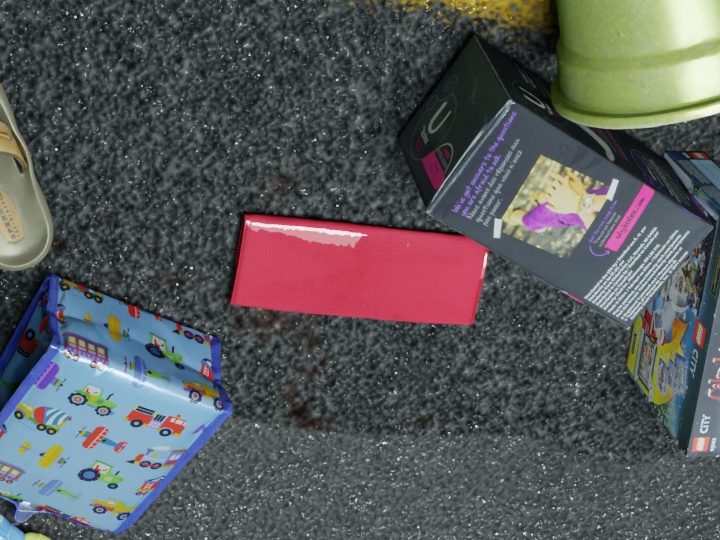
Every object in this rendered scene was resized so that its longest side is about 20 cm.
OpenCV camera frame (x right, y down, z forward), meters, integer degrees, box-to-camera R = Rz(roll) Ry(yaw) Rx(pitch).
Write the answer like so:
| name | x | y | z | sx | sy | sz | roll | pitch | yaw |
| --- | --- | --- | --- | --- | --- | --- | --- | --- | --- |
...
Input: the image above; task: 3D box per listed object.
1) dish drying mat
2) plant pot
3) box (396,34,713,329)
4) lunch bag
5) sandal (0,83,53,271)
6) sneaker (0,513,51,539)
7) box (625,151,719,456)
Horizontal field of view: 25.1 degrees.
| name | x | y | z | sx | sy | sz | roll | pitch | yaw |
| --- | --- | --- | --- | --- | --- | --- | --- | --- | --- |
| dish drying mat | 0.000 | 0.000 | 1.259 | 0.199 | 0.018 | 0.077 | 6 | 114 | -15 |
| plant pot | 0.206 | -0.224 | 1.101 | 0.199 | 0.201 | 0.185 | -20 | 114 | -4 |
| box | 0.142 | -0.064 | 1.199 | 0.199 | 0.122 | 0.106 | 29 | 111 | -24 |
| lunch bag | -0.214 | 0.125 | 1.236 | 0.150 | 0.094 | 0.200 | 24 | 118 | -26 |
| sandal | -0.272 | -0.078 | 1.130 | 0.080 | 0.054 | 0.201 | -24 | 119 | -1 |
| sneaker | -0.332 | 0.267 | 1.288 | 0.200 | 0.076 | 0.105 | -42 | 106 | 1 |
| box | 0.263 | 0.025 | 1.268 | 0.037 | 0.137 | 0.201 | -1 | 117 | -13 |
